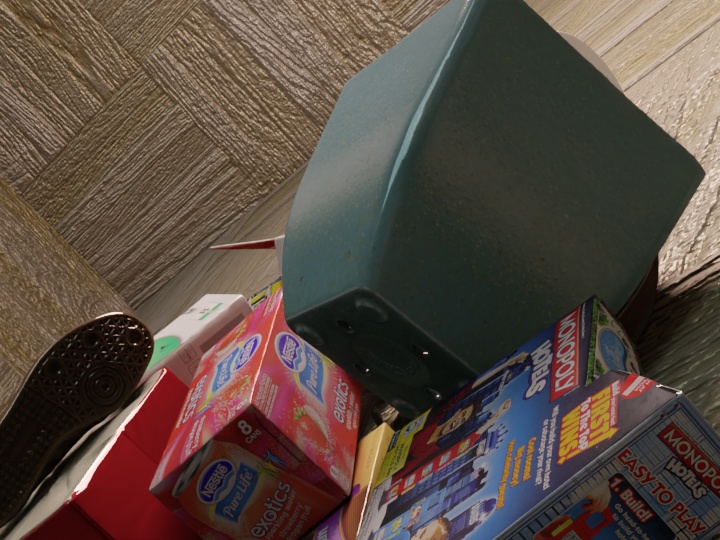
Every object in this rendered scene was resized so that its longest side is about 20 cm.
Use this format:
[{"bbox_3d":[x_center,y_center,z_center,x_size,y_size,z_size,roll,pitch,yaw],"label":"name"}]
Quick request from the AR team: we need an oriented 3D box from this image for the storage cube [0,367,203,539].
[{"bbox_3d":[-0.163,0.216,0.878,0.200,0.180,0.171,-39,12,30],"label":"storage cube"}]

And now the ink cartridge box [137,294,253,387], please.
[{"bbox_3d":[-0.196,0.083,1.055,0.161,0.050,0.199,-40,22,-27],"label":"ink cartridge box"}]

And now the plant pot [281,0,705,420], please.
[{"bbox_3d":[0.061,-0.020,0.752,0.195,0.196,0.201,-26,31,58],"label":"plant pot"}]

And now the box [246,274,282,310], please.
[{"bbox_3d":[-0.088,0.122,1.039,0.136,0.037,0.202,-33,52,47],"label":"box"}]

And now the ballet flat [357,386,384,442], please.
[{"bbox_3d":[0.003,0.102,0.971,0.201,0.067,0.068,-58,18,-21],"label":"ballet flat"}]

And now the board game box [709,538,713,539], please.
[{"bbox_3d":[0.078,0.172,0.556,0.200,0.028,0.135,-38,13,27],"label":"board game box"}]

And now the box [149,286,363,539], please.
[{"bbox_3d":[-0.066,0.105,0.839,0.100,0.095,0.200,-40,15,18],"label":"box"}]

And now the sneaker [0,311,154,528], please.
[{"bbox_3d":[-0.241,0.110,0.895,0.200,0.070,0.075,-48,11,-22],"label":"sneaker"}]

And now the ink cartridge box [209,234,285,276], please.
[{"bbox_3d":[-0.025,-0.018,1.216,0.175,0.045,0.199,-11,-4,33],"label":"ink cartridge box"}]

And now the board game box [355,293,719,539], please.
[{"bbox_3d":[0.086,0.102,0.552,0.199,0.062,0.200,-37,12,27],"label":"board game box"}]

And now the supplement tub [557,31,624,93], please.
[{"bbox_3d":[0.145,-0.121,1.130,0.200,0.132,0.132,-36,14,39],"label":"supplement tub"}]

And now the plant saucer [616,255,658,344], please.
[{"bbox_3d":[0.131,0.049,0.801,0.200,0.037,0.201,-43,11,11],"label":"plant saucer"}]

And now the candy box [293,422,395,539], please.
[{"bbox_3d":[-0.019,0.195,0.755,0.117,0.056,0.200,-40,10,21],"label":"candy box"}]
